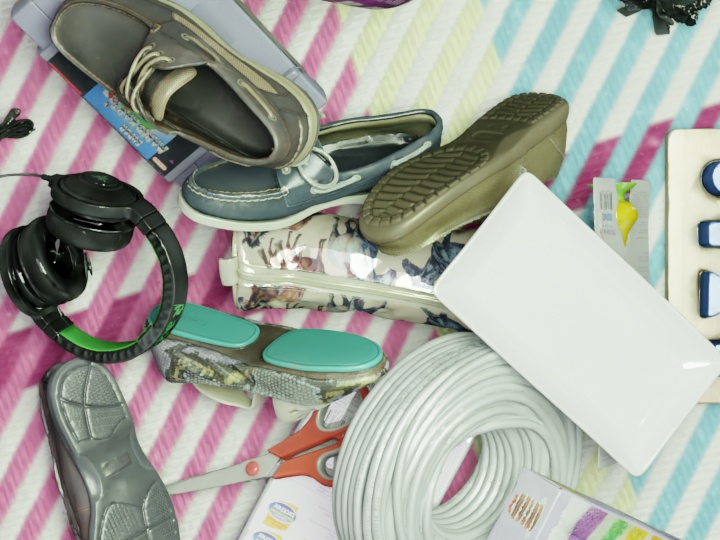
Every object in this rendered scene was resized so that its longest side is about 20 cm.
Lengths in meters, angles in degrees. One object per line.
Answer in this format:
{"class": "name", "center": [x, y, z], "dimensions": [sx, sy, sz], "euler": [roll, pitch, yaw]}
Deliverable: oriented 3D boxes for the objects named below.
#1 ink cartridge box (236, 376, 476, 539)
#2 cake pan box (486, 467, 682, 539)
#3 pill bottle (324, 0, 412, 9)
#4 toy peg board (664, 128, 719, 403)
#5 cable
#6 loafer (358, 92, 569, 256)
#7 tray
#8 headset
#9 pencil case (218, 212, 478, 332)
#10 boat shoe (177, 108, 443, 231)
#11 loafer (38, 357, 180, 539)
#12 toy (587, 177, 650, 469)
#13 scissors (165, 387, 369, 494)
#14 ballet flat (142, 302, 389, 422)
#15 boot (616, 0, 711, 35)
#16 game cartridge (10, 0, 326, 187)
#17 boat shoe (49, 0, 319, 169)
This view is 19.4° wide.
{"class": "ink cartridge box", "center": [-0.010, 0.171, 1.533], "dimensions": [0.119, 0.042, 0.201], "euler": [28, 88, 1]}
{"class": "cake pan box", "center": [0.141, 0.259, 1.484], "dimensions": [0.184, 0.052, 0.201], "euler": [29, 90, -34]}
{"class": "pill bottle", "center": [-0.001, -0.236, 1.441], "dimensions": [0.111, 0.200, 0.113], "euler": [1, 93, 22]}
{"class": "toy peg board", "center": [0.323, -0.004, 1.504], "dimensions": [0.197, 0.098, 0.202], "euler": [0, 90, -1]}
{"class": "cable", "center": [0.071, 0.142, 1.470], "dimensions": [0.200, 0.069, 0.201], "euler": [41, 80, -42]}
{"class": "loafer", "center": [0.082, -0.057, 1.480], "dimensions": [0.200, 0.076, 0.068], "euler": [-34, 119, -31]}
{"class": "tray", "center": [0.148, 0.038, 1.431], "dimensions": [0.200, 0.022, 0.108], "euler": [42, 78, -13]}
{"class": "headset", "center": [-0.202, -0.028, 1.500], "dimensions": [0.200, 0.094, 0.124], "euler": [47, 116, 3]}
{"class": "pencil case", "center": [0.000, 0.000, 1.506], "dimensions": [0.198, 0.089, 0.078], "euler": [7, 103, 0]}
{"class": "boat shoe", "center": [-0.032, -0.075, 1.484], "dimensions": [0.199, 0.075, 0.062], "euler": [-7, 135, -19]}
{"class": "loafer", "center": [-0.184, 0.160, 1.531], "dimensions": [0.072, 0.063, 0.201], "euler": [-20, 96, -30]}
{"class": "toy", "center": [0.173, 0.035, 1.508], "dimensions": [0.047, 0.115, 0.202], "euler": [3, 92, 27]}
{"class": "scissors", "center": [-0.065, 0.145, 1.510], "dimensions": [0.199, 0.014, 0.074], "euler": [-29, 68, 14]}
{"class": "ballet flat", "center": [-0.064, 0.070, 1.494], "dimensions": [0.199, 0.072, 0.073], "euler": [11, 91, 30]}
{"class": "boot", "center": [0.206, -0.283, 1.513], "dimensions": [0.162, 0.073, 0.199], "euler": [24, 98, 2]}
{"class": "game cartridge", "center": [-0.134, -0.149, 1.481], "dimensions": [0.129, 0.038, 0.200], "euler": [-40, 116, 10]}
{"class": "boat shoe", "center": [-0.121, -0.130, 1.404], "dimensions": [0.199, 0.073, 0.075], "euler": [25, 107, 8]}
